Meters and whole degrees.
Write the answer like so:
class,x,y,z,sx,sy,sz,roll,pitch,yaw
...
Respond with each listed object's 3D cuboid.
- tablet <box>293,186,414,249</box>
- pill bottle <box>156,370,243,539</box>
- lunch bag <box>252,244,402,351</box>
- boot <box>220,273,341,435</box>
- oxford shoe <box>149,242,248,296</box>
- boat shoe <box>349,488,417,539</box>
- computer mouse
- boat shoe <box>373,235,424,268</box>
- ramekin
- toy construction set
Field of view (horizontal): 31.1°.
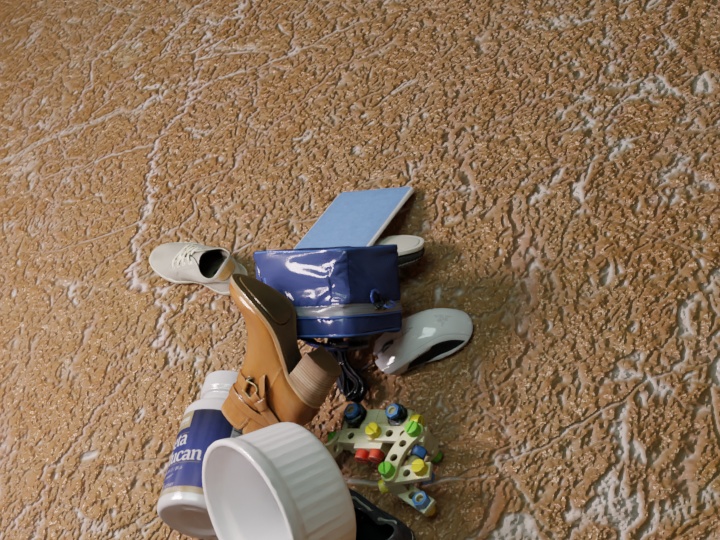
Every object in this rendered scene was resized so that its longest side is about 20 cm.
class,x,y,z,sx,sy,sz,roll,pitch,yaw
tablet,-0.014,-0.063,1.840,0.129,0.014,0.200,-3,32,31
pill bottle,-0.186,0.235,1.670,0.110,0.111,0.201,-7,50,25
lunch bag,-0.036,0.036,1.668,0.199,0.135,0.133,-1,93,42
boot,-0.130,0.117,1.611,0.200,0.074,0.155,49,117,21
oxford shoe,-0.251,-0.014,1.955,0.199,0.058,0.075,17,66,40
boat shoe,-0.014,0.294,1.554,0.199,0.063,0.073,21,66,40
computer mouse,0.050,0.096,1.697,0.199,0.044,0.110,-25,44,10
boat shoe,0.000,0.000,1.797,0.199,0.061,0.074,-14,17,15
ramekin,-0.092,0.275,1.503,0.097,0.202,0.200,-21,35,-33
toy construction set,0.013,0.226,1.584,0.199,0.092,0.132,6,57,22
